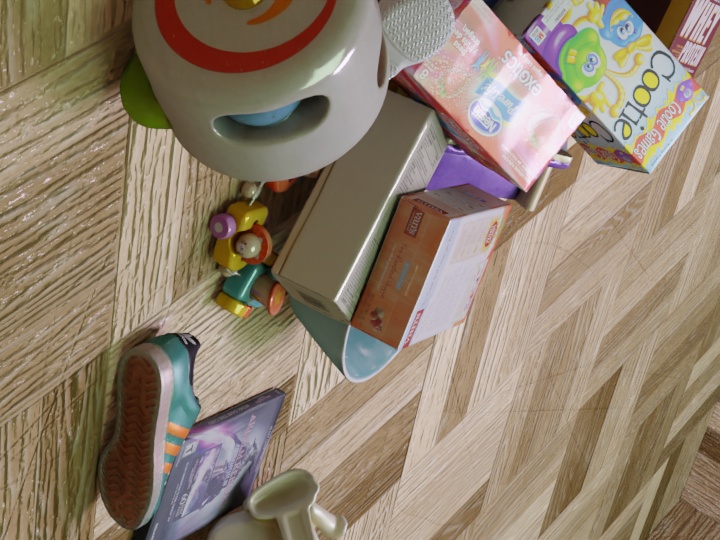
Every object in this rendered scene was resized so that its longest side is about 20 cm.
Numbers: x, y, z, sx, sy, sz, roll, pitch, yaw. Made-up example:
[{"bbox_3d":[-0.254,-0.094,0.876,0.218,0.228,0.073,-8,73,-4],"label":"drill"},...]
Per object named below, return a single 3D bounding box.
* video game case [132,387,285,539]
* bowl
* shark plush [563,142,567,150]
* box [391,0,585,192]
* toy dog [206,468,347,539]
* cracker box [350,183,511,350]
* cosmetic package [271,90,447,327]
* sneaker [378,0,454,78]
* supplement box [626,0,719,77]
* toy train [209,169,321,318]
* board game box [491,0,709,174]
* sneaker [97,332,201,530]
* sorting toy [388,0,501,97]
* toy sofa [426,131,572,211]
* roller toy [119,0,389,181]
[{"bbox_3d":[-0.156,0.208,1.828,0.199,0.019,0.144,-20,136,-57],"label":"video game case"},{"bbox_3d":[0.000,0.000,1.791,0.201,0.104,0.202,-47,156,-29],"label":"bowl"},{"bbox_3d":[0.201,-0.194,2.000,0.200,0.090,0.084,42,66,-81],"label":"shark plush"},{"bbox_3d":[0.104,-0.177,1.642,0.095,0.102,0.200,-51,131,-2],"label":"box"},{"bbox_3d":[-0.096,0.331,1.944,0.192,0.141,0.200,-24,159,-5],"label":"toy dog"},{"bbox_3d":[0.071,-0.007,1.704,0.135,0.057,0.200,-68,163,14],"label":"cracker box"},{"bbox_3d":[0.002,-0.060,1.644,0.201,0.073,0.104,-63,164,-10],"label":"cosmetic package"},{"bbox_3d":[-0.020,-0.196,1.529,0.198,0.115,0.076,-25,115,0],"label":"sneaker"},{"bbox_3d":[0.276,-0.294,1.903,0.132,0.199,0.199,-3,120,-64],"label":"supplement box"},{"bbox_3d":[-0.075,-0.037,1.647,0.150,0.055,0.201,-43,152,-36],"label":"toy train"},{"bbox_3d":[0.227,-0.202,1.729,0.200,0.103,0.105,43,81,-24],"label":"board game box"},{"bbox_3d":[-0.184,0.147,1.616,0.080,0.071,0.202,-25,138,-49],"label":"sneaker"},{"bbox_3d":[0.083,-0.239,1.710,0.199,0.036,0.187,-8,126,-47],"label":"sorting toy"},{"bbox_3d":[0.114,-0.111,1.817,0.198,0.098,0.083,5,118,-37],"label":"toy sofa"},{"bbox_3d":[-0.072,-0.175,1.308,0.201,0.181,0.140,-52,156,-17],"label":"roller toy"}]
